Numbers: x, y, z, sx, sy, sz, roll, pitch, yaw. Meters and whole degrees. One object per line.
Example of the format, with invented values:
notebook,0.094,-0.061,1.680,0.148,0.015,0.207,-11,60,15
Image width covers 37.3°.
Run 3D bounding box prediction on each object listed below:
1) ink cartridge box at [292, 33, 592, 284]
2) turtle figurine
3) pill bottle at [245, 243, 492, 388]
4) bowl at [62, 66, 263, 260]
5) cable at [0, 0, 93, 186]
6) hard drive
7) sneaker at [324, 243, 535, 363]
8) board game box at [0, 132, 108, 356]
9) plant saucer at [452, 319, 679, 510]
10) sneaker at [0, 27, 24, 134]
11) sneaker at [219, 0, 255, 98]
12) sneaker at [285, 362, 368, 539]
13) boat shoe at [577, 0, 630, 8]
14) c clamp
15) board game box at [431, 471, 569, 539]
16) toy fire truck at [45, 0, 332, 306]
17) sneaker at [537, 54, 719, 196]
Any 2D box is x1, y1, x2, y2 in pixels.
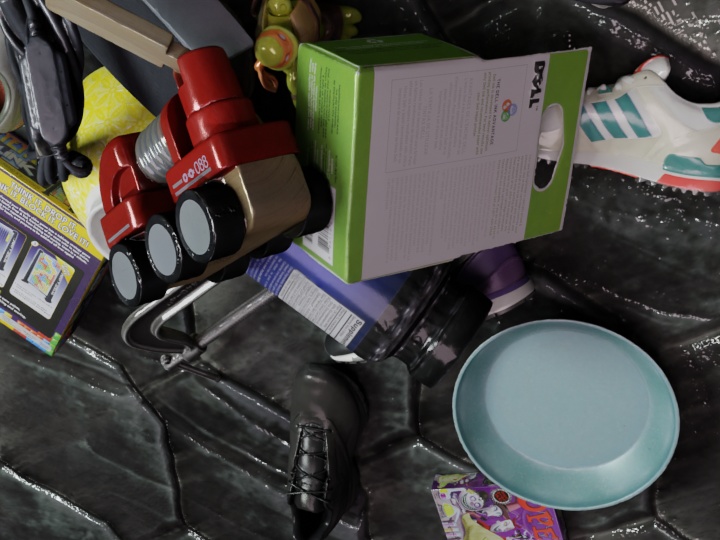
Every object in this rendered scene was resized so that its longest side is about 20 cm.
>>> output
ink cartridge box,0.057,-0.087,0.753,0.076,0.199,0.149,35,129,48
turtle figurine,-0.044,-0.173,0.782,0.064,0.162,0.201,-7,118,21
pill bottle,0.000,0.000,0.841,0.199,0.112,0.112,36,124,1
bowl,-0.173,-0.063,0.895,0.198,0.108,0.201,10,137,9
cable,-0.246,-0.167,0.822,0.050,0.163,0.202,-14,101,-19
hard drive,-0.164,-0.189,0.782,0.200,0.042,0.135,46,151,10
sneaker,0.048,0.013,0.930,0.199,0.076,0.088,-23,96,24
board game box,-0.337,-0.038,1.022,0.199,0.057,0.166,35,122,-4
plant saucer,0.183,0.124,0.957,0.198,0.036,0.202,7,117,13
sneaker,-0.311,-0.209,0.898,0.073,0.079,0.202,5,120,18
sneaker,-0.151,-0.211,0.845,0.070,0.076,0.201,-15,114,25
sneaker,-0.038,0.183,1.035,0.075,0.091,0.201,6,120,17
boat shoe,0.106,-0.223,0.760,0.198,0.063,0.073,12,80,8
c clamp,-0.126,0.034,0.973,0.200,0.170,0.027,-37,59,25
board game box,0.154,0.287,1.074,0.119,0.032,0.201,-11,116,18
toy fire truck,-0.137,-0.091,0.722,0.176,0.128,0.201,-25,83,52
sneaker,0.191,-0.121,0.804,0.198,0.070,0.094,15,105,12
